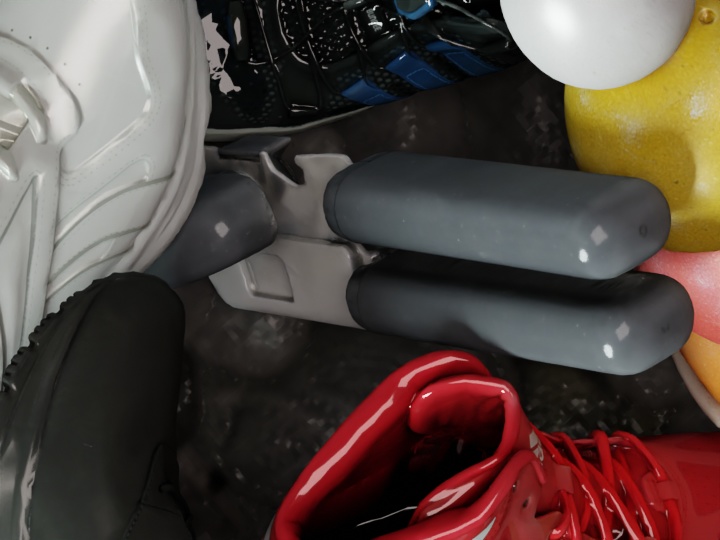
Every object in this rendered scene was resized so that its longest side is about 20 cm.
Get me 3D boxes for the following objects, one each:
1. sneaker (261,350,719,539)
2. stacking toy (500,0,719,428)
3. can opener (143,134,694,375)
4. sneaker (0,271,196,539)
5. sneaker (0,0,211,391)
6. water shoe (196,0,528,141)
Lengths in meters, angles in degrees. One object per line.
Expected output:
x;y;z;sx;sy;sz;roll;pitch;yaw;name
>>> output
0.058;0.070;0.797;0.199;0.116;0.079;-19;60;-28;sneaker
0.105;-0.043;0.769;0.146;0.146;0.200;-55;137;0;stacking toy
0.000;0.000;0.786;0.067;0.200;0.054;-27;111;-32;can opener
-0.060;0.100;0.750;0.090;0.076;0.201;6;77;13;sneaker
-0.107;-0.008;0.772;0.078;0.099;0.201;25;100;24;sneaker
0.021;-0.089;0.834;0.199;0.079;0.072;-16;93;-3;water shoe
